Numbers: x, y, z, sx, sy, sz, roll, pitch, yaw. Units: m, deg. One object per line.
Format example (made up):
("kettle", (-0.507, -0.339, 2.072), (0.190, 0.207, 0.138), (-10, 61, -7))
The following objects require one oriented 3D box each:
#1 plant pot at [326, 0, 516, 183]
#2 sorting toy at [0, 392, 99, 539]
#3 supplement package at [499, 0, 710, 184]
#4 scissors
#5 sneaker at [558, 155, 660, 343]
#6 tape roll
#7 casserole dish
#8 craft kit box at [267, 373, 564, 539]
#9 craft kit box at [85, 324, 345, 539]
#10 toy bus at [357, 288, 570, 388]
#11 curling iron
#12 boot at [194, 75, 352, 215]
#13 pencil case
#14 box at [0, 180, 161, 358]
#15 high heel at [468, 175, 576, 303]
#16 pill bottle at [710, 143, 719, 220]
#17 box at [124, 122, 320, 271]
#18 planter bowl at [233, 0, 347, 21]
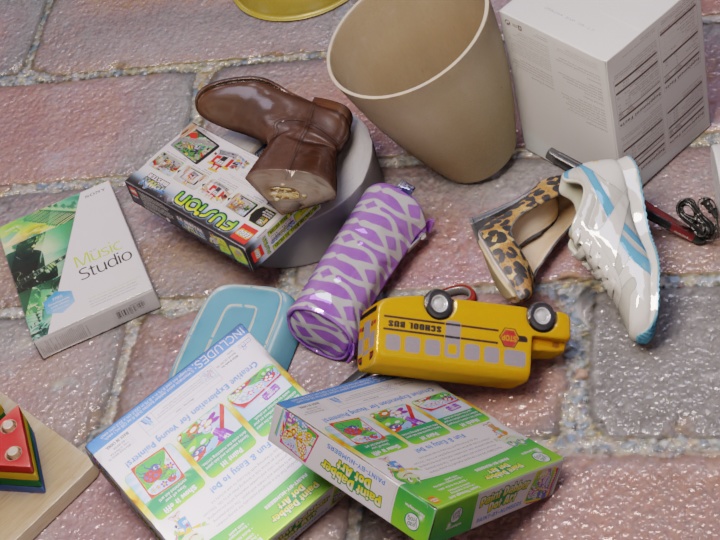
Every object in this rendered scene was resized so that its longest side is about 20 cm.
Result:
("plant pot", (0.090, -0.193, 1.756), (0.186, 0.200, 0.188), (-17, 48, 20))
("sorting toy", (-0.405, 0.208, 1.637), (0.198, 0.070, 0.200), (28, 61, 35))
("supplement package", (0.265, -0.215, 1.733), (0.150, 0.201, 0.151), (-40, 49, -20))
("scissors", (0.036, 0.075, 1.669), (0.199, 0.014, 0.073), (-25, 49, -5))
("sneaker", (0.252, -0.017, 1.621), (0.080, 0.077, 0.201), (-8, 62, -2))
("tape roll", (-0.075, -0.098, 1.823), (0.199, 0.066, 0.201), (-9, 48, 9))
("casserole dish", (-0.134, 0.084, 1.692), (0.120, 0.039, 0.201), (5, 51, 22))
("craft kit box", (0.052, 0.163, 1.482), (0.197, 0.049, 0.199), (27, 24, 35))
("craft kit box", (-0.126, 0.182, 1.559), (0.200, 0.049, 0.197), (-38, 61, -17))
("toy bus", (0.101, 0.067, 1.571), (0.198, 0.065, 0.079), (7, 74, -16))
("curling iron", (0.284, -0.083, 1.690), (0.199, 0.026, 0.050), (25, 102, 18))
("boot", (-0.105, -0.131, 1.722), (0.185, 0.065, 0.200), (6, 34, 5))
("pencil case", (0.000, 0.000, 1.704), (0.085, 0.084, 0.201), (33, 60, 0))
("box", (-0.320, -0.005, 1.831), (0.143, 0.036, 0.200), (-24, 45, -6))
("high heel", (0.193, -0.038, 1.658), (0.142, 0.072, 0.200), (-22, 26, 4))
("pill bottle", (0.459, -0.097, 1.630), (0.198, 0.110, 0.110), (-9, 46, 8))
("box", (-0.151, -0.084, 1.762), (0.199, 0.035, 0.110), (29, 62, 35))
("planter bowl", (-0.084, -0.421, 2.109), (0.199, 0.084, 0.201), (-8, 47, 9))
